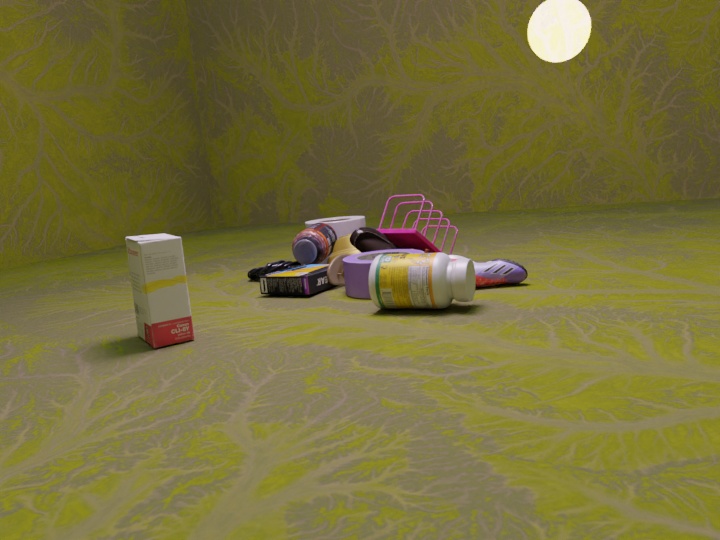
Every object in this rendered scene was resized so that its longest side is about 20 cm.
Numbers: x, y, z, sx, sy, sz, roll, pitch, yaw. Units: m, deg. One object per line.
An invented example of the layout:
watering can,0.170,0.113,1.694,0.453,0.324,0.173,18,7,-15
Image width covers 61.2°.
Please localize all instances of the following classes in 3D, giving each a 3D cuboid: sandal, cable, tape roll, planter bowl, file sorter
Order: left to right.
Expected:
cable,-0.246,-0.009,1.825,0.198,0.051,0.163,-10,10,-23
tape roll,-0.077,-0.098,1.992,0.200,0.141,0.203,-5,10,1
planter bowl,-0.014,-0.063,1.777,0.198,0.084,0.200,-11,-4,-1
sandal,0.000,-0.006,1.587,0.069,0.079,0.211,-1,4,32
tape roll,0.058,0.005,1.458,0.198,0.086,0.200,-5,10,1
file sorter,0.165,-0.114,1.714,0.138,0.127,0.200,3,-22,41

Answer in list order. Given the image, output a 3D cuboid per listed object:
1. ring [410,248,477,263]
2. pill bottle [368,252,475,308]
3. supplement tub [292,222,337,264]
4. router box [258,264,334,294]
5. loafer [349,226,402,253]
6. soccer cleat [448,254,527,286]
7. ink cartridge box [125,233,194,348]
ring,0.213,-0.030,1.568,0.198,0.019,0.200,12,-2,0
pill bottle,0.126,0.021,1.230,0.198,0.114,0.113,-1,10,24
supplement tub,-0.137,-0.074,1.771,0.106,0.108,0.200,-3,12,11
router box,-0.142,0.021,1.570,0.148,0.052,0.200,0,9,28
loafer,0.063,-0.052,1.636,0.199,0.073,0.071,25,15,-19
soccer cleat,0.278,0.013,1.390,0.198,0.069,0.074,8,45,15
ink cartridge box,-0.392,0.033,1.183,0.083,0.202,0.145,-10,11,-29
